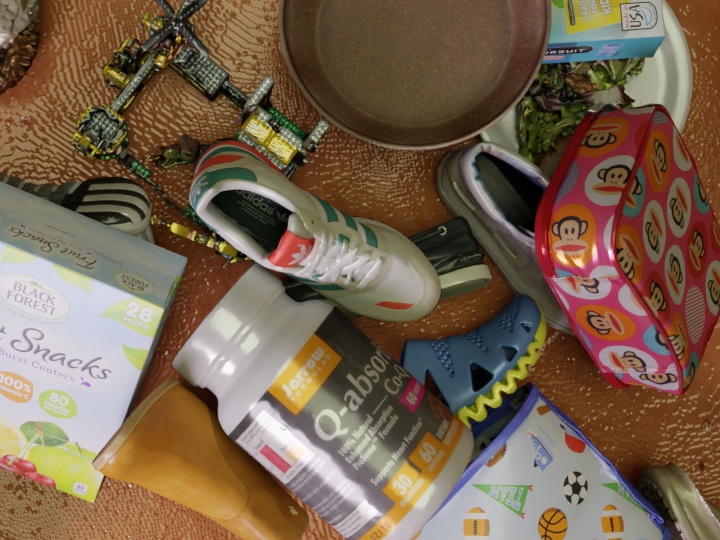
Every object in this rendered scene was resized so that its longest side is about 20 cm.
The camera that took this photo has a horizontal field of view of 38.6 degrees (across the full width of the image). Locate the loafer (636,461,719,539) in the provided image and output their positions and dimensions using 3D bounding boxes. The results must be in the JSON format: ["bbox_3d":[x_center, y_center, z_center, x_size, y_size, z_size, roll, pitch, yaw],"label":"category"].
[{"bbox_3d":[0.300,0.228,0.848,0.068,0.076,0.201,-39,104,-8],"label":"loafer"}]

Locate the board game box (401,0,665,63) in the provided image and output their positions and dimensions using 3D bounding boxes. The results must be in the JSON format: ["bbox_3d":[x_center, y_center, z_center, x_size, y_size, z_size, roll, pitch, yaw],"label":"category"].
[{"bbox_3d":[0.128,-0.240,0.805,0.197,0.047,0.153,-4,80,2],"label":"board game box"}]

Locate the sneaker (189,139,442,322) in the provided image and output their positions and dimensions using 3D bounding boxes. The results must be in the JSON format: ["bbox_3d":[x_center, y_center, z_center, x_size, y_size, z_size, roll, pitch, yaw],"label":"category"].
[{"bbox_3d":[-0.032,-0.012,0.703,0.198,0.094,0.071,32,108,-11],"label":"sneaker"}]

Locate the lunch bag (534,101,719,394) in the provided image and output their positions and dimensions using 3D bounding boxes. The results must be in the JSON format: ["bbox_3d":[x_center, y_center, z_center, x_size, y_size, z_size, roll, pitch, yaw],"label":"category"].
[{"bbox_3d":[0.216,-0.025,0.778,0.201,0.081,0.177,53,53,-37],"label":"lunch bag"}]

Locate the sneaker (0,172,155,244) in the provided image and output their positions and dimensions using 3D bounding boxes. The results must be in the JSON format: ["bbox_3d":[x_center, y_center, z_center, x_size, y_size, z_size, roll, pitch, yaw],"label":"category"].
[{"bbox_3d":[-0.239,-0.008,0.770,0.197,0.075,0.117,4,132,18],"label":"sneaker"}]

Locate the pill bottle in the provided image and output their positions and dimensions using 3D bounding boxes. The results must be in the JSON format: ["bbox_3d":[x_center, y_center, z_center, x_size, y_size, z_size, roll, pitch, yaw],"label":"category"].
[{"bbox_3d":[-0.027,0.095,0.720,0.200,0.116,0.117,41,85,-2],"label":"pill bottle"}]

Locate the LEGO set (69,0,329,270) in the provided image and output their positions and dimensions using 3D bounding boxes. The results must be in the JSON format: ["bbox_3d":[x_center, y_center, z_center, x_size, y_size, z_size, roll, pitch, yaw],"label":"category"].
[{"bbox_3d":[-0.117,-0.101,0.762,0.154,0.116,0.200,-45,95,-6],"label":"LEGO set"}]

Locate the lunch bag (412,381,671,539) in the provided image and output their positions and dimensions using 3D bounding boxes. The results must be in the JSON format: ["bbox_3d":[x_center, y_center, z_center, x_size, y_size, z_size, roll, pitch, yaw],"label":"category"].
[{"bbox_3d":[0.117,0.212,0.795,0.200,0.124,0.170,-45,94,2],"label":"lunch bag"}]

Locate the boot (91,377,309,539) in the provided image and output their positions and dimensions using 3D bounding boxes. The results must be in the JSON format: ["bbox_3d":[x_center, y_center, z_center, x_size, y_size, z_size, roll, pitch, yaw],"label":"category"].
[{"bbox_3d":[-0.100,0.148,0.722,0.144,0.201,0.071,44,92,4],"label":"boot"}]

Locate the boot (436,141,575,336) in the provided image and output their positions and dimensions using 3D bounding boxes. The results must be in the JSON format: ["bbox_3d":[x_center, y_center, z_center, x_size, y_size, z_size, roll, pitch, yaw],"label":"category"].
[{"bbox_3d":[0.142,-0.020,0.811,0.200,0.096,0.074,43,85,-6],"label":"boot"}]

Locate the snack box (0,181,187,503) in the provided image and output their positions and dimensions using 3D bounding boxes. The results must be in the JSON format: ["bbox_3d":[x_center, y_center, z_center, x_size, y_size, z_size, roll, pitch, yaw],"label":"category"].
[{"bbox_3d":[-0.232,0.051,0.721,0.167,0.068,0.201,22,122,-7],"label":"snack box"}]

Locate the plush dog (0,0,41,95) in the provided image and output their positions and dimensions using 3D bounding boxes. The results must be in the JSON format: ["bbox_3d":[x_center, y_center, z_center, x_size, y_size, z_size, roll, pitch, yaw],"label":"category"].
[{"bbox_3d":[-0.314,-0.212,0.735,0.170,0.160,0.203,-14,94,-34],"label":"plush dog"}]

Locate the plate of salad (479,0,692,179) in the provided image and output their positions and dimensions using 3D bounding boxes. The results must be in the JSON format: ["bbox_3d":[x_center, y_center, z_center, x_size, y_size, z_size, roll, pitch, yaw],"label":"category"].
[{"bbox_3d":[0.183,-0.160,0.842,0.197,0.048,0.203,0,90,-7],"label":"plate of salad"}]

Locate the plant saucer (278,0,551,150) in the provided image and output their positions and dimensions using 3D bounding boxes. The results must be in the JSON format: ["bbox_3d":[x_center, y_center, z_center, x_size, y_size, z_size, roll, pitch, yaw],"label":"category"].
[{"bbox_3d":[0.039,-0.183,0.757,0.197,0.037,0.204,0,82,3],"label":"plant saucer"}]

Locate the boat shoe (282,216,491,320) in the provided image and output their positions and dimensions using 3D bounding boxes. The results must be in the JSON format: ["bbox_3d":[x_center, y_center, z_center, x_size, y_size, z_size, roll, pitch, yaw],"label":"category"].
[{"bbox_3d":[0.000,-0.001,0.804,0.197,0.075,0.067,-13,78,3],"label":"boat shoe"}]

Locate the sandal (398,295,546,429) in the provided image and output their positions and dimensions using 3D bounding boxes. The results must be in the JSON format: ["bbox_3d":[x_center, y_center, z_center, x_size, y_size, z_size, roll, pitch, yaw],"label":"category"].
[{"bbox_3d":[0.063,0.086,0.811,0.200,0.079,0.087,-42,91,-8],"label":"sandal"}]
